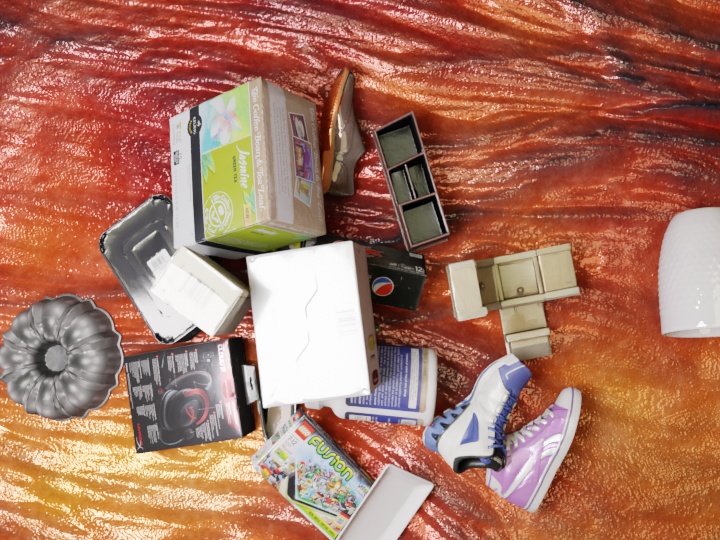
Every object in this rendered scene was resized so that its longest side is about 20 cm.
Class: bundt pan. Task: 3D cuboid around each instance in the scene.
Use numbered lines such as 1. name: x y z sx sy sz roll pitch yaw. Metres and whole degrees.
1. bundt pan: -0.479 0.138 1.209 0.196 0.076 0.208 0 86 1

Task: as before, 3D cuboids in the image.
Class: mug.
1. mug: 0.543 0.006 1.164 0.195 0.147 0.181 5 78 -28

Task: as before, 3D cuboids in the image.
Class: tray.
1. tray: 0.020 0.388 1.179 0.106 0.022 0.202 30 97 -34

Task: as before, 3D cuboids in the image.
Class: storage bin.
1. storage bin: -0.297 0.000 1.202 0.134 0.094 0.202 -34 87 0

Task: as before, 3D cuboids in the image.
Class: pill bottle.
1. pill bottle: 0.016 0.170 1.172 0.194 0.116 0.119 5 87 1

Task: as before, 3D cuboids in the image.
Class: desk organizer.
1. desk organizer: 0.079 -0.137 1.206 0.070 0.077 0.205 -17 86 1

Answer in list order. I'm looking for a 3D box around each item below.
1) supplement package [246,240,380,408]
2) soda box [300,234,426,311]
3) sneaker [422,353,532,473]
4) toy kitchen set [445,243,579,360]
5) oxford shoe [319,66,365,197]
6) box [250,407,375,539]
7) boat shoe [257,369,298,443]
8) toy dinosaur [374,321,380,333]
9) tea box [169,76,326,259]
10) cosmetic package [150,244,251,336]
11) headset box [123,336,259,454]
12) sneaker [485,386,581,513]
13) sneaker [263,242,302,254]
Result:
1. supplement package: -0.062 0.073 1.070 0.151 0.111 0.206 -8 88 9
2. soda box: 0.000 0.000 1.182 0.194 0.064 0.072 12 122 -7
3. sneaker: 0.197 0.235 1.158 0.199 0.080 0.116 -44 47 5
4. toy kitchen set: 0.237 0.057 1.139 0.194 0.180 0.168 -11 88 5
5. oxford shoe: -0.026 -0.219 1.227 0.071 0.071 0.206 9 91 -17
6. box: -0.062 0.317 1.172 0.110 0.035 0.200 -44 108 -2
7. boat shoe: -0.127 0.177 1.201 0.070 0.068 0.206 0 85 3
8. toy dinosaur: -0.063 0.062 1.198 0.198 0.106 0.061 34 127 12
9. tea box: -0.166 -0.139 1.118 0.193 0.132 0.206 -14 76 33
10. cosmetic package: -0.208 0.031 1.052 0.103 0.200 0.074 36 87 -1
11. headset box: -0.253 0.190 1.187 0.194 0.075 0.153 -11 87 10
12. sneaker: 0.259 0.257 1.184 0.112 0.073 0.204 26 88 6
13. sneaker: -0.142 -0.120 1.213 0.082 0.074 0.206 -12 87 1
